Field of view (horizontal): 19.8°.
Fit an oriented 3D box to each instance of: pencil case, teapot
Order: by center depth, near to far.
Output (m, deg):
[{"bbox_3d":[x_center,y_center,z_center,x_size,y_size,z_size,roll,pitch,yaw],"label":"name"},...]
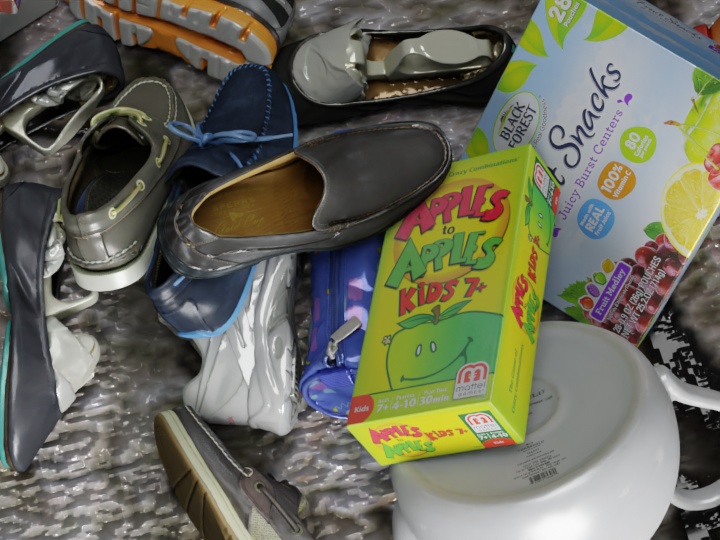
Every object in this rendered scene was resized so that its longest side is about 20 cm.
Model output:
[{"bbox_3d":[0.124,0.138,1.316,0.199,0.146,0.198,8,46,38],"label":"teapot"},{"bbox_3d":[0.000,0.000,1.384,0.078,0.087,0.201,-6,66,19],"label":"pencil case"}]

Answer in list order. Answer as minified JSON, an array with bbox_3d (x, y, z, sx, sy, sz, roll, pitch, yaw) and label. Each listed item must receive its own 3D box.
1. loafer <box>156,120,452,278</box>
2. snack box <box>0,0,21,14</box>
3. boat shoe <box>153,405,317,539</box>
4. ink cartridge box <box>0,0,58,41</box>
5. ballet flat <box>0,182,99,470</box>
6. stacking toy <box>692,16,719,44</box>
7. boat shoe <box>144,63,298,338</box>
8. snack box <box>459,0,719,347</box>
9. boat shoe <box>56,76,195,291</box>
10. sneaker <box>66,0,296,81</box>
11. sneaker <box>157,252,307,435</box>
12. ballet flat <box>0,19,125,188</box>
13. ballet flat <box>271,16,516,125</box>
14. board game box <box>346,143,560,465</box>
[{"bbox_3d":[-0.028,-0.047,1.291,0.199,0.072,0.073,-24,87,-15],"label":"loafer"},{"bbox_3d":[-0.324,-0.226,1.406,0.199,0.024,0.072,9,71,3],"label":"snack box"},{"bbox_3d":[-0.063,0.168,1.348,0.065,0.073,0.200,-30,78,-21],"label":"boat shoe"},{"bbox_3d":[-0.330,-0.241,1.469,0.145,0.084,0.200,-34,75,-10],"label":"ink cartridge box"},{"bbox_3d":[-0.210,0.033,1.380,0.073,0.073,0.201,-4,69,-1],"label":"ballet flat"},{"bbox_3d":[0.220,-0.105,1.422,0.199,0.146,0.147,-16,71,15],"label":"stacking toy"},{"bbox_3d":[-0.090,-0.056,1.350,0.084,0.069,0.201,-12,55,32],"label":"boat shoe"},{"bbox_3d":[0.161,-0.074,1.364,0.168,0.068,0.200,32,118,10],"label":"snack box"},{"bbox_3d":[-0.156,-0.073,1.385,0.072,0.060,0.202,-5,40,13],"label":"boat shoe"},{"bbox_3d":[-0.137,-0.202,1.470,0.199,0.078,0.077,28,52,10],"label":"sneaker"},{"bbox_3d":[-0.088,0.010,1.393,0.099,0.078,0.201,0,70,5],"label":"sneaker"},{"bbox_3d":[-0.248,-0.099,1.433,0.200,0.073,0.073,-34,75,-13],"label":"ballet flat"},{"bbox_3d":[0.015,-0.148,1.447,0.199,0.068,0.068,-7,72,-2],"label":"ballet flat"},{"bbox_3d":[0.061,0.020,1.297,0.101,0.048,0.201,-13,48,30],"label":"board game box"}]
